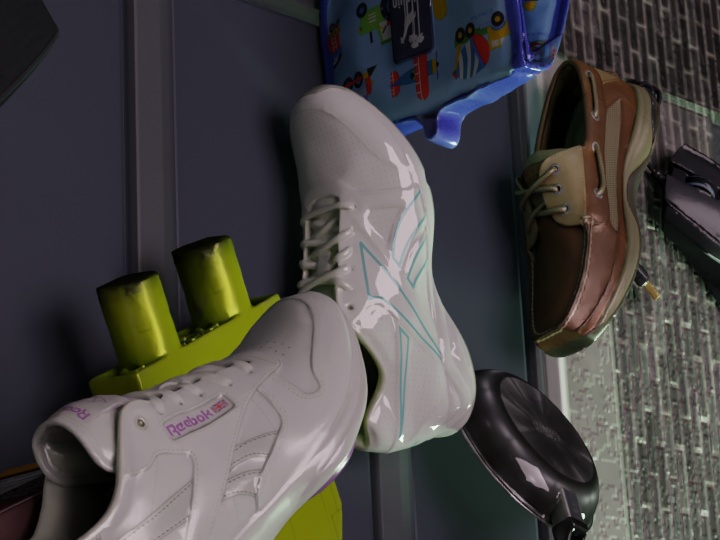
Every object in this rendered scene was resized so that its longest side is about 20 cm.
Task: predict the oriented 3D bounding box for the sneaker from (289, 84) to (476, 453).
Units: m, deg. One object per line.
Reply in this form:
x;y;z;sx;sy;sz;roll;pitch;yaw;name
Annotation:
0.000;0.000;1.039;0.080;0.070;0.202;-19;92;-45;sneaker

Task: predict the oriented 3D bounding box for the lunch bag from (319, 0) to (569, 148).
0.047;-0.158;1.081;0.094;0.150;0.202;21;62;-40;lunch bag

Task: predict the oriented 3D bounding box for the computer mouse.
0.226;-0.023;1.304;0.200;0.046;0.141;50;46;-24;computer mouse

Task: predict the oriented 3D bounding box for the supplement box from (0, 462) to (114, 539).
-0.139;0.193;0.779;0.199;0.132;0.199;-24;95;-47;supplement box

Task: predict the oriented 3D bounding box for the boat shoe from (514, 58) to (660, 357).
0.125;-0.043;1.192;0.074;0.075;0.201;32;51;-24;boat shoe

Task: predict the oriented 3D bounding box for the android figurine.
-0.067;0.090;0.940;0.182;0.041;0.202;-33;110;-55;android figurine

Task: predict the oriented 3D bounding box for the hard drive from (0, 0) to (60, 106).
-0.218;-0.102;0.854;0.200;0.042;0.136;-47;117;-44;hard drive

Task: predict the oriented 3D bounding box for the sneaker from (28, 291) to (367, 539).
-0.063;0.066;0.746;0.100;0.074;0.201;51;46;-21;sneaker

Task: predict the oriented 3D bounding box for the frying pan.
0.095;0.116;1.072;0.115;0.031;0.190;39;21;-18;frying pan
